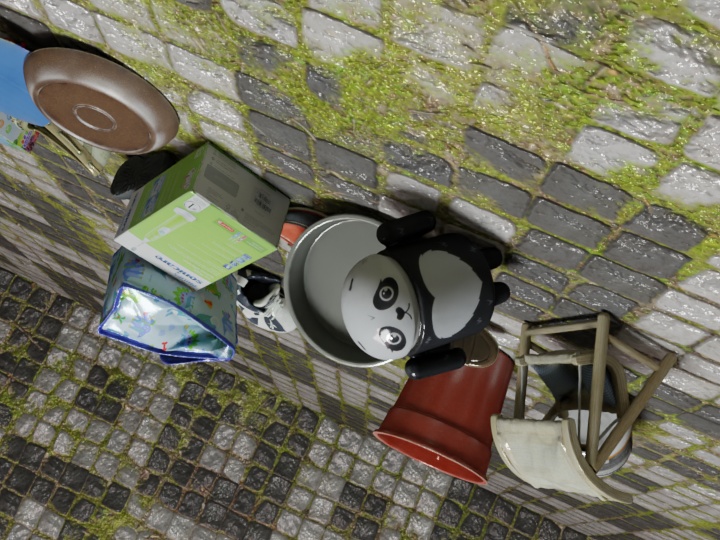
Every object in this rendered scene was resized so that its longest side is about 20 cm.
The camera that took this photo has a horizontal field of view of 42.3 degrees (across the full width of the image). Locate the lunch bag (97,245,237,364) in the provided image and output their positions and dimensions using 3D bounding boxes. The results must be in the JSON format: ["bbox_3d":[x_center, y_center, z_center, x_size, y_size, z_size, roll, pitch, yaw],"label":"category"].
[{"bbox_3d":[-0.275,0.040,1.387,0.198,0.171,0.128,21,126,-22],"label":"lunch bag"}]

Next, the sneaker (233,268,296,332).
[{"bbox_3d":[-0.170,0.060,1.719,0.199,0.080,0.129,46,165,-29],"label":"sneaker"}]

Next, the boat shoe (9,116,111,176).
[{"bbox_3d":[-0.442,-0.205,1.306,0.199,0.064,0.073,29,165,-6],"label":"boat shoe"}]

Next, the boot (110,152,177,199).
[{"bbox_3d":[-0.255,-0.094,1.387,0.199,0.066,0.164,32,161,-36],"label":"boot"}]

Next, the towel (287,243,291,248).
[{"bbox_3d":[0.000,0.000,1.370,0.198,0.023,0.143,11,159,42],"label":"towel"}]

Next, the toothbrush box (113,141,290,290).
[{"bbox_3d":[-0.215,-0.067,1.257,0.145,0.087,0.199,34,141,-29],"label":"toothbrush box"}]

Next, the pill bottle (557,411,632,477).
[{"bbox_3d":[0.370,0.260,1.470,0.115,0.118,0.200,18,164,23],"label":"pill bottle"}]

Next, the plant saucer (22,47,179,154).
[{"bbox_3d":[-0.322,-0.198,1.143,0.197,0.032,0.201,13,157,5],"label":"plant saucer"}]

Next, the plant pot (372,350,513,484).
[{"bbox_3d":[0.148,0.215,1.514,0.199,0.197,0.201,23,164,7],"label":"plant pot"}]

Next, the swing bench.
[{"bbox_3d":[0.271,0.177,1.193,0.129,0.202,0.199,29,164,-14],"label":"swing bench"}]

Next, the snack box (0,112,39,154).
[{"bbox_3d":[-0.607,-0.250,1.410,0.198,0.054,0.142,20,174,15],"label":"snack box"}]

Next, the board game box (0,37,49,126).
[{"bbox_3d":[-0.440,-0.256,1.184,0.157,0.039,0.199,33,152,-33],"label":"board game box"}]

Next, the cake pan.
[{"bbox_3d":[-0.003,0.023,1.191,0.198,0.203,0.037,21,-158,15],"label":"cake pan"}]

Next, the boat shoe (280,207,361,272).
[{"bbox_3d":[-0.035,-0.021,1.246,0.198,0.063,0.072,26,149,11],"label":"boat shoe"}]

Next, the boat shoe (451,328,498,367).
[{"bbox_3d":[0.125,0.090,1.412,0.198,0.072,0.076,26,-179,25],"label":"boat shoe"}]

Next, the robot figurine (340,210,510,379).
[{"bbox_3d":[0.074,0.028,1.061,0.151,0.198,0.126,57,148,31],"label":"robot figurine"}]
